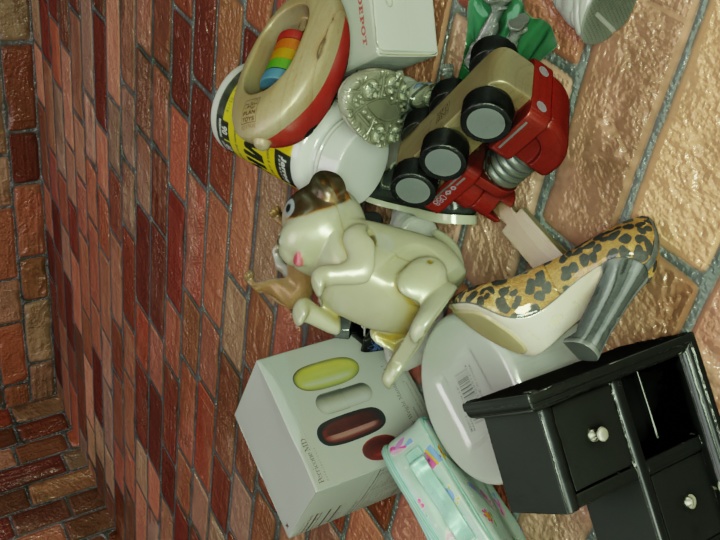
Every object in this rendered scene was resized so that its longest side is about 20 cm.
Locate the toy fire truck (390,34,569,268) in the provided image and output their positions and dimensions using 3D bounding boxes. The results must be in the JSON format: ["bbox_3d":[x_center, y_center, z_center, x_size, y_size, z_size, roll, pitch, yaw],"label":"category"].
[{"bbox_3d":[0.148,-0.091,0.845,0.176,0.198,0.130,-40,29,46],"label":"toy fire truck"}]

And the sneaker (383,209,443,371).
[{"bbox_3d":[0.056,0.021,1.084,0.088,0.074,0.203,-139,50,-63],"label":"sneaker"}]

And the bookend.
[{"bbox_3d":[0.213,0.176,0.735,0.092,0.198,0.202,-24,79,59],"label":"bookend"}]

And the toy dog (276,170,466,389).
[{"bbox_3d":[0.004,-0.015,0.909,0.199,0.195,0.140,35,152,6],"label":"toy dog"}]

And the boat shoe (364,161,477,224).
[{"bbox_3d":[0.061,-0.101,1.015,0.199,0.071,0.069,19,111,48],"label":"boat shoe"}]

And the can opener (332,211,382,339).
[{"bbox_3d":[0.000,0.000,1.077,0.201,0.065,0.053,-81,-6,-50],"label":"can opener"}]

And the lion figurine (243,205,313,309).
[{"bbox_3d":[-0.074,-0.010,1.111,0.122,0.072,0.201,45,137,21],"label":"lion figurine"}]

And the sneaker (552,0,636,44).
[{"bbox_3d":[0.200,-0.290,0.707,0.081,0.070,0.202,56,144,37],"label":"sneaker"}]

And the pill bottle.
[{"bbox_3d":[-0.071,-0.158,1.019,0.199,0.114,0.116,30,128,31],"label":"pill bottle"}]

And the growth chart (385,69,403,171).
[{"bbox_3d":[0.032,-0.198,1.077,0.144,0.018,0.203,-34,72,59],"label":"growth chart"}]

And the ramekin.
[{"bbox_3d":[0.150,0.125,0.922,0.200,0.097,0.204,29,125,52],"label":"ramekin"}]

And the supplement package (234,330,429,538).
[{"bbox_3d":[-0.031,0.208,1.160,0.193,0.198,0.148,60,146,26],"label":"supplement package"}]

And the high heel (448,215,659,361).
[{"bbox_3d":[0.177,0.006,0.810,0.071,0.143,0.199,46,160,-30],"label":"high heel"}]

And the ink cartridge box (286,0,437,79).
[{"bbox_3d":[-0.004,-0.297,1.005,0.199,0.086,0.148,-3,95,62],"label":"ink cartridge box"}]

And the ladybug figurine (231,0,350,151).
[{"bbox_3d":[-0.067,-0.207,0.922,0.135,0.072,0.202,-1,61,46],"label":"ladybug figurine"}]

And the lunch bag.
[{"bbox_3d":[0.105,0.265,0.989,0.077,0.160,0.201,-39,63,9],"label":"lunch bag"}]

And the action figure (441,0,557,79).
[{"bbox_3d":[0.118,-0.189,0.904,0.119,0.054,0.201,57,149,26],"label":"action figure"}]

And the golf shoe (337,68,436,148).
[{"bbox_3d":[0.012,-0.180,0.931,0.096,0.199,0.079,24,104,24],"label":"golf shoe"}]

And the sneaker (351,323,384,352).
[{"bbox_3d":[-0.010,0.033,1.178,0.200,0.077,0.071,47,140,41],"label":"sneaker"}]
